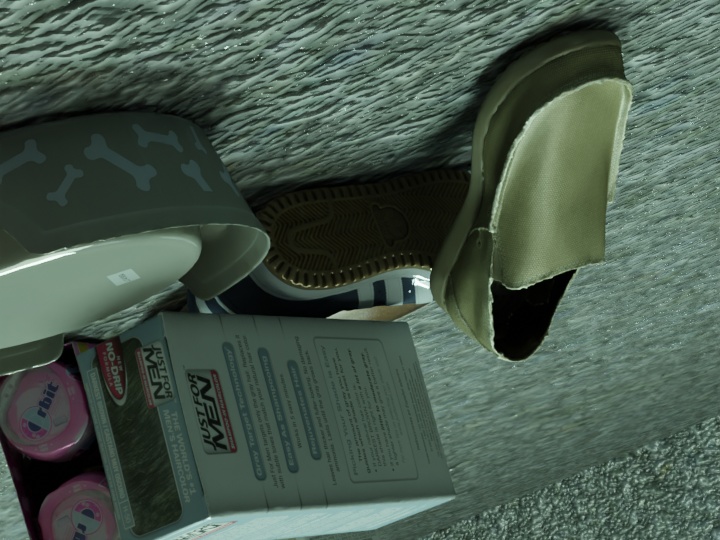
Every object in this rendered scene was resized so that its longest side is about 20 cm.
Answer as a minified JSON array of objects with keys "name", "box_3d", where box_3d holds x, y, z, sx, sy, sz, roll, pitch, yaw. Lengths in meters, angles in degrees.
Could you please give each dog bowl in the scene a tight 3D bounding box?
[{"name":"dog bowl","box_3d":[-0.141,-0.007,0.873,0.199,0.059,0.200,-18,169,-4]}]

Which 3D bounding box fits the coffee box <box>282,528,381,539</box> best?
[{"name":"coffee box","box_3d":[-0.052,0.205,1.641,0.079,0.201,0.114,-7,163,-40]}]

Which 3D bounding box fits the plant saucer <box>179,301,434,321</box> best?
[{"name":"plant saucer","box_3d":[-0.034,0.020,1.236,0.199,0.032,0.200,-18,168,-4]}]

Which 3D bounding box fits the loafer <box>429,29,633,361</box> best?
[{"name":"loafer","box_3d":[0.091,-0.032,0.981,0.076,0.068,0.200,-17,146,-25]}]

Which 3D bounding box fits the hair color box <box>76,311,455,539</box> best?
[{"name":"hair color box","box_3d":[-0.042,0.079,1.009,0.060,0.099,0.200,-25,163,32]}]

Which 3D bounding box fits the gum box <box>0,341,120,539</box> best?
[{"name":"gum box","box_3d":[-0.149,0.149,1.227,0.066,0.201,0.113,-21,170,13]}]

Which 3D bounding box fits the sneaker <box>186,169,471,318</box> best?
[{"name":"sneaker","box_3d":[0.000,0.000,1.098,0.199,0.070,0.108,-2,158,-38]}]
